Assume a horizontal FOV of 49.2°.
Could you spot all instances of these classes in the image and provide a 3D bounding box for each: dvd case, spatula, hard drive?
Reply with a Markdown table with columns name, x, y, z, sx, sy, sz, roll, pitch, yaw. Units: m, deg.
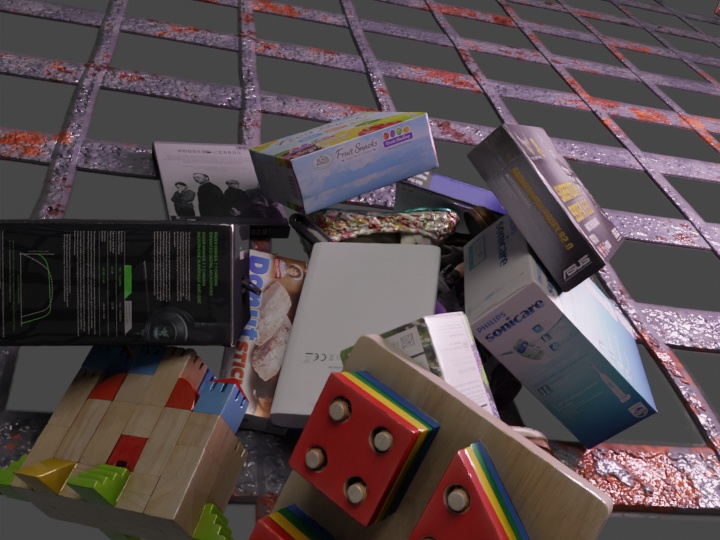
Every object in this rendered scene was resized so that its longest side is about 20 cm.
| name | x | y | z | sx | sy | sz | roll | pitch | yaw |
| --- | --- | --- | --- | --- | --- | --- | --- | --- | --- |
| dvd case | -0.183 | -0.107 | 1.011 | 0.147 | 0.025 | 0.201 | 0 | 36 | -22 |
| spatula | 0.000 | 0.000 | 0.814 | 0.198 | 0.021 | 0.056 | 36 | 56 | 19 |
| hard drive | 0.002 | 0.056 | 0.722 | 0.129 | 0.026 | 0.203 | 2 | 47 | 11 |

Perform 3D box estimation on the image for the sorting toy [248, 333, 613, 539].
| name | x | y | z | sx | sy | sz | roll | pitch | yaw |
| --- | --- | --- | --- | --- | --- | --- | --- | --- | --- |
| sorting toy | 0.024 | 0.180 | 0.510 | 0.197 | 0.203 | 0.069 | 32 | 12 | 25 |

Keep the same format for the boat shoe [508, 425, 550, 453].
| name | x | y | z | sx | sy | sz | roll | pitch | yaw |
| --- | --- | --- | --- | --- | --- | --- | --- | --- | --- |
| boat shoe | 0.074 | 0.181 | 0.669 | 0.196 | 0.076 | 0.075 | -4 | 68 | -23 |

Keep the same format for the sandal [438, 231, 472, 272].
| name | x | y | z | sx | sy | sz | roll | pitch | yaw |
| --- | --- | --- | --- | --- | --- | --- | --- | --- | --- |
| sandal | 0.129 | -0.011 | 0.958 | 0.196 | 0.082 | 0.055 | 15 | 53 | 4 |

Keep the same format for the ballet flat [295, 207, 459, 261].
| name | x | y | z | sx | sy | sz | roll | pitch | yaw |
| --- | --- | --- | --- | --- | --- | --- | --- | --- | --- |
| ballet flat | 0.023 | -0.033 | 0.893 | 0.195 | 0.076 | 0.065 | -2 | 68 | -15 |

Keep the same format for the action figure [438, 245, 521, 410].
| name | x | y | z | sx | sy | sz | roll | pitch | yaw |
| --- | --- | --- | --- | --- | --- | --- | --- | --- | --- |
| action figure | 0.122 | 0.054 | 0.848 | 0.128 | 0.070 | 0.202 | 25 | 41 | -14 |

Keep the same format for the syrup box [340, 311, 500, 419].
| name | x | y | z | sx | sy | sz | roll | pitch | yaw |
| --- | --- | --- | --- | --- | --- | --- | --- | --- | --- |
| syrup box | 0.061 | 0.140 | 0.578 | 0.081 | 0.078 | 0.204 | 1 | 69 | -60 |

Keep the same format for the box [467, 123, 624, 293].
| name | x | y | z | sx | sy | sz | roll | pitch | yaw |
| --- | --- | --- | --- | --- | --- | --- | --- | --- | --- |
| box | 0.196 | -0.070 | 0.800 | 0.160 | 0.048 | 0.199 | 56 | 24 | 7 |

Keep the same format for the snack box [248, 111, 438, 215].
| name | x | y | z | sx | sy | sz | roll | pitch | yaw |
| --- | --- | --- | --- | --- | --- | --- | --- | --- | --- |
| snack box | -0.027 | -0.132 | 0.921 | 0.166 | 0.069 | 0.199 | -21 | 17 | -17 |

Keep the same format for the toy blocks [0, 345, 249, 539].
| name | x | y | z | sx | sy | sz | roll | pitch | yaw |
| --- | --- | --- | --- | --- | --- | --- | --- | --- | --- |
| toy blocks | -0.155 | 0.118 | 0.580 | 0.196 | 0.101 | 0.138 | 2 | 50 | 26 |

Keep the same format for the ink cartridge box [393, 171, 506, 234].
| name | x | y | z | sx | sy | sz | roll | pitch | yaw |
| --- | --- | --- | --- | --- | --- | --- | --- | --- | --- |
| ink cartridge box | 0.138 | -0.075 | 0.976 | 0.196 | 0.041 | 0.200 | 18 | -8 | 3 |

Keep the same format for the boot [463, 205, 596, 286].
| name | x | y | z | sx | sy | sz | roll | pitch | yaw |
| --- | --- | --- | --- | --- | --- | --- | --- | --- | --- |
| boot | 0.194 | -0.014 | 0.896 | 0.200 | 0.075 | 0.074 | 44 | 2 | -22 |

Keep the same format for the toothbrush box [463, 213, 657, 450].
| name | x | y | z | sx | sy | sz | roll | pitch | yaw |
| --- | --- | --- | --- | --- | --- | --- | --- | --- | --- |
| toothbrush box | 0.196 | 0.055 | 0.794 | 0.200 | 0.085 | 0.148 | 44 | 28 | -21 |

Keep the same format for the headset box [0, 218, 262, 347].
| name | x | y | z | sx | sy | sz | roll | pitch | yaw |
| --- | --- | --- | --- | --- | --- | --- | --- | --- | --- |
| headset box | -0.181 | 0.006 | 0.654 | 0.195 | 0.095 | 0.174 | 0 | 3 | -5 |

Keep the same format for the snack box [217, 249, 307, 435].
| name | x | y | z | sx | sy | sz | roll | pitch | yaw |
| --- | --- | --- | --- | --- | --- | --- | --- | --- | --- |
| snack box | -0.095 | 0.063 | 0.767 | 0.070 | 0.025 | 0.203 | 12 | 45 | -10 |

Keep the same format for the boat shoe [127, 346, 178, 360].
| name | x | y | z | sx | sy | sz | roll | pitch | yaw |
| --- | --- | --- | --- | --- | --- | --- | --- | --- | --- |
| boat shoe | -0.170 | 0.099 | 0.679 | 0.071 | 0.067 | 0.200 | -10 | 41 | -33 |

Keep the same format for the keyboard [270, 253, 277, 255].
| name | x | y | z | sx | sy | sz | roll | pitch | yaw |
| --- | --- | --- | --- | --- | --- | --- | --- | --- | --- |
| keyboard | -0.111 | 0.032 | 0.845 | 0.196 | 0.040 | 0.106 | 2 | 59 | -23 |
